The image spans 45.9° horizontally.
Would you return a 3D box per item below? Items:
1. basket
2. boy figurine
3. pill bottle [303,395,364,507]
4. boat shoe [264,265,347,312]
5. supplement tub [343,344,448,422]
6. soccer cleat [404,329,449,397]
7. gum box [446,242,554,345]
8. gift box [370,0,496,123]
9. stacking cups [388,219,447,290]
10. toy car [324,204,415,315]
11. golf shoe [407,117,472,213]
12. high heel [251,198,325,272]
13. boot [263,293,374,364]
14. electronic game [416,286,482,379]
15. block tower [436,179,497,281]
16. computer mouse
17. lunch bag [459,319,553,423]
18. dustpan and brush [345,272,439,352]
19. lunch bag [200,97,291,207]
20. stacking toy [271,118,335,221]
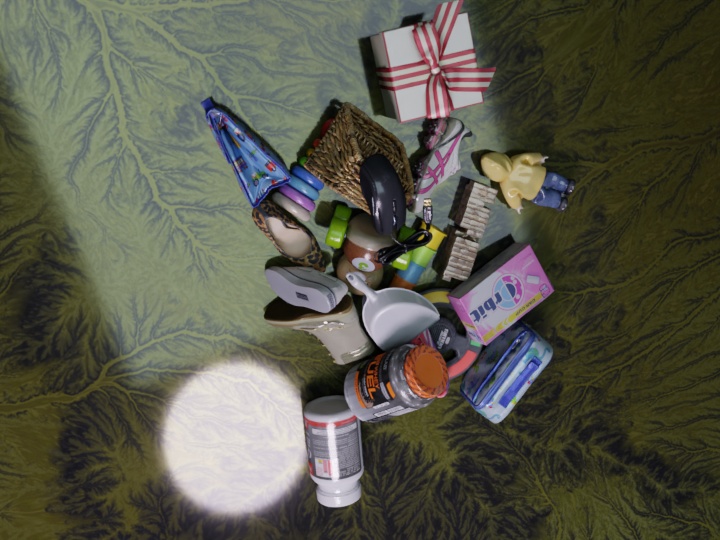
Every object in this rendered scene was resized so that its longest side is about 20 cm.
[{"bbox_3d":[0.023,-0.191,1.568,0.199,0.143,0.150,29,99,-47],"label":"basket"},{"bbox_3d":[0.325,-0.178,1.694,0.197,0.064,0.126,18,100,-11],"label":"boy figurine"},{"bbox_3d":[-0.052,0.368,1.732,0.114,0.116,0.203,-6,103,-7],"label":"pill bottle"},{"bbox_3d":[-0.104,0.023,1.628,0.065,0.199,0.073,-36,120,-31],"label":"boat shoe"},{"bbox_3d":[0.069,0.216,1.640,0.121,0.199,0.124,18,60,-34],"label":"supplement tub"},{"bbox_3d":[0.121,0.162,1.696,0.068,0.073,0.202,-28,104,7],"label":"soccer cleat"},{"bbox_3d":[0.287,0.042,1.717,0.199,0.066,0.114,-36,106,-12],"label":"gum box"},{"bbox_3d":[0.131,-0.382,1.556,0.197,0.187,0.187,-19,105,-3],"label":"gift box"},{"bbox_3d":[0.096,-0.002,1.703,0.060,0.061,0.201,30,98,-13],"label":"stacking cups"},{"bbox_3d":[0.000,0.000,1.651,0.162,0.158,0.202,18,112,-1],"label":"toy car"},{"bbox_3d":[0.152,-0.200,1.658,0.091,0.073,0.202,21,98,-14],"label":"golf shoe"},{"bbox_3d":[-0.132,-0.055,1.612,0.071,0.143,0.200,-43,105,3],"label":"high heel"},{"bbox_3d":[-0.082,0.120,1.689,0.197,0.073,0.156,-5,135,25],"label":"boot"},{"bbox_3d":[0.159,0.133,1.749,0.197,0.042,0.203,-2,102,-8],"label":"electronic game"},{"bbox_3d":[0.214,-0.076,1.704,0.057,0.054,0.203,17,100,-11],"label":"block tower"},{"bbox_3d":[0.075,-0.116,1.508,0.139,0.046,0.203,-22,113,-27],"label":"computer mouse"},{"bbox_3d":[0.294,0.200,1.722,0.082,0.161,0.201,35,96,-14],"label":"lunch bag"},{"bbox_3d":[0.041,0.067,1.620,0.139,0.058,0.199,-38,133,18],"label":"dustpan and brush"},{"bbox_3d":[-0.221,-0.231,1.556,0.094,0.151,0.201,-36,105,1],"label":"lunch bag"},{"bbox_3d":[-0.087,-0.199,1.628,0.085,0.085,0.202,31,89,-14],"label":"stacking toy"}]
